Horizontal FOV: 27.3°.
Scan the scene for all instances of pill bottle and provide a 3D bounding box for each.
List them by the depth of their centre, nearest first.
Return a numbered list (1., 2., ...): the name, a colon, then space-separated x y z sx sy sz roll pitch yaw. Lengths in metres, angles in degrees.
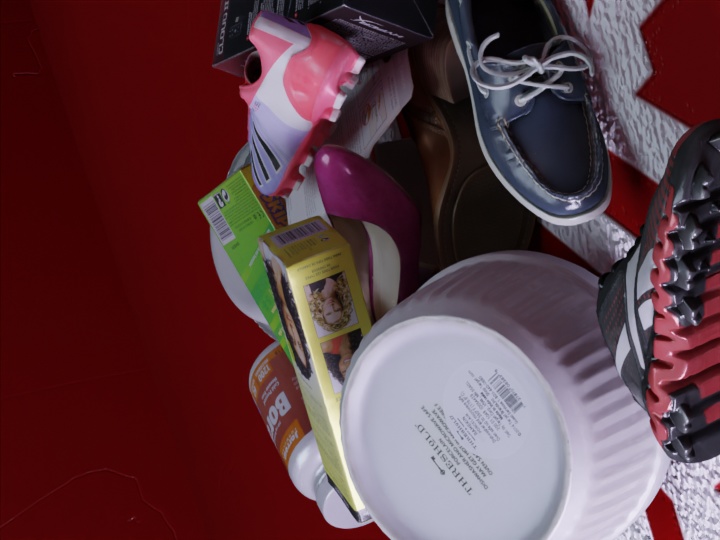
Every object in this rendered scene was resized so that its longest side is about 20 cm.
1. pill bottle: -0.035 0.165 1.533 0.200 0.112 0.113 -121 22 -44

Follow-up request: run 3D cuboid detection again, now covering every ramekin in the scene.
1. ramekin: 0.080 0.093 0.907 0.199 0.105 0.201 7 104 33

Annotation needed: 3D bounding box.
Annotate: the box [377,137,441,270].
1. box: 0.034 0.005 1.183 0.095 0.077 0.201 -41 64 56

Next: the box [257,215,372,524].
1. box: -0.015 0.069 1.018 0.075 0.050 0.201 -139 31 -65

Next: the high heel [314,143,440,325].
1. high heel: 0.000 0.000 1.034 0.067 0.096 0.200 19 156 28

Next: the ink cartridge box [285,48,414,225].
1. ink cartridge box: -0.001 -0.126 1.089 0.200 0.050 0.162 -48 41 46

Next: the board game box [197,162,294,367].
1. board game box: -0.055 0.015 1.174 0.201 0.030 0.095 62 150 -1

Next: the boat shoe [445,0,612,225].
1. boat shoe: 0.100 -0.121 0.890 0.062 0.074 0.201 81 176 -62

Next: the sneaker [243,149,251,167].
1. sneaker: -0.045 -0.104 1.237 0.075 0.087 0.201 -148 80 -78

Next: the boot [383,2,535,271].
1. boot: 0.056 -0.091 1.056 0.155 0.076 0.201 -139 34 -66

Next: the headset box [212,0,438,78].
1. headset box: -0.026 -0.217 1.027 0.200 0.077 0.150 -13 66 57

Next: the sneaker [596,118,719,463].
1. sneaker: 0.166 0.003 0.773 0.098 0.070 0.201 -128 26 -49

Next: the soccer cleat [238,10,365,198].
1. soccer cleat: -0.053 -0.112 1.012 0.076 0.067 0.200 32 158 -2

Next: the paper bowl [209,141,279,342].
1. paper bowl: -0.061 -0.029 1.341 0.200 0.104 0.202 18 113 47
